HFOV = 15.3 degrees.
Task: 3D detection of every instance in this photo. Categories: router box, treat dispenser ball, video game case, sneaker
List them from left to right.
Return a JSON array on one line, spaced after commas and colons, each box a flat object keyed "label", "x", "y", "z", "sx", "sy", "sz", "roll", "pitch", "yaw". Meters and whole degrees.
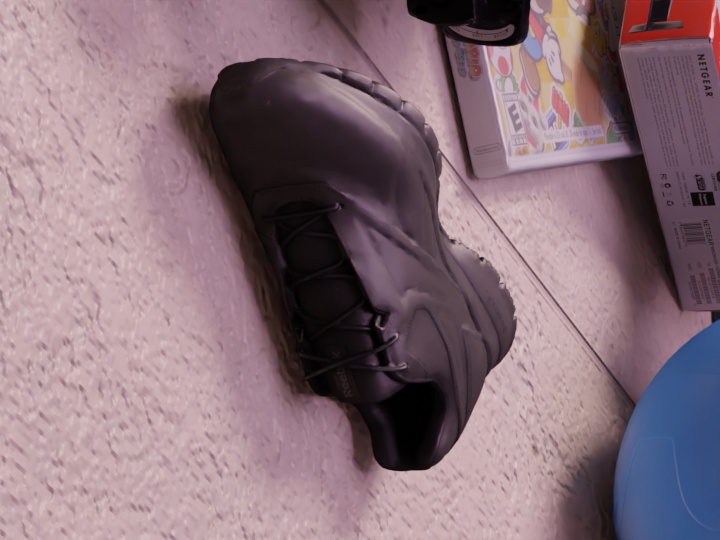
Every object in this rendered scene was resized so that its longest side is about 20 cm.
[{"label": "sneaker", "x": 0.000, "y": 0.000, "z": 1.046, "sx": 0.200, "sy": 0.076, "sz": 0.091, "roll": 54, "pitch": 42, "yaw": -36}, {"label": "video game case", "x": 0.085, "y": -0.141, "z": 1.321, "sx": 0.200, "sy": 0.023, "sz": 0.183, "roll": -12, "pitch": 90, "yaw": -63}, {"label": "router box", "x": 0.188, "y": -0.110, "z": 1.436, "sx": 0.200, "sy": 0.049, "sz": 0.180, "roll": 69, "pitch": 25, "yaw": -44}, {"label": "treat dispenser ball", "x": 0.221, "y": 0.112, "z": 1.284, "sx": 0.201, "sy": 0.200, "sz": 0.202, "roll": 35, "pitch": 49, "yaw": -54}]

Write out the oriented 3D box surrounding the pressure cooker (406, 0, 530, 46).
[{"label": "pressure cooker", "x": 0.066, "y": -0.202, "z": 1.133, "sx": 0.200, "sy": 0.179, "sz": 0.176, "roll": -25, "pitch": 76, "yaw": -50}]
